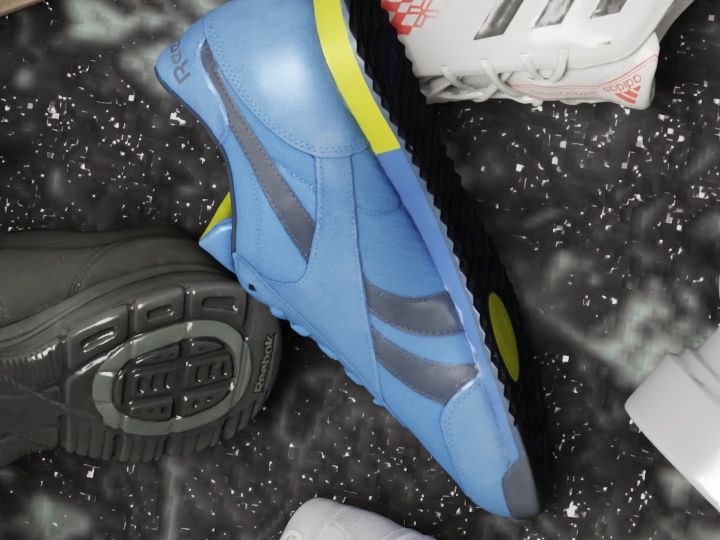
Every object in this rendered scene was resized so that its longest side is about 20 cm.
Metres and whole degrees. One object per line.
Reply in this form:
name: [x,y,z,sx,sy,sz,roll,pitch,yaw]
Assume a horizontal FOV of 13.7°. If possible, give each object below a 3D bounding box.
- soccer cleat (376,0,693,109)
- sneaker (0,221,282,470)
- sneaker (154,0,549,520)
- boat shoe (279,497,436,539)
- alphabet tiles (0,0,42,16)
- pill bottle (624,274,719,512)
soccer cleat: [0.054,-0.081,0.973,0.199,0.069,0.086,-27,80,2]
sneaker: [-0.130,0.028,0.967,0.199,0.091,0.076,-6,119,-19]
sneaker: [0.000,0.000,0.955,0.078,0.066,0.201,-20,116,14]
boat shoe: [-0.032,0.171,0.982,0.068,0.072,0.201,27,103,34]
alphabet tiles: [-0.187,-0.146,0.997,0.199,0.008,0.168,-24,85,-19]
pill bottle: [0.185,0.003,0.926,0.116,0.116,0.200,44,95,7]
